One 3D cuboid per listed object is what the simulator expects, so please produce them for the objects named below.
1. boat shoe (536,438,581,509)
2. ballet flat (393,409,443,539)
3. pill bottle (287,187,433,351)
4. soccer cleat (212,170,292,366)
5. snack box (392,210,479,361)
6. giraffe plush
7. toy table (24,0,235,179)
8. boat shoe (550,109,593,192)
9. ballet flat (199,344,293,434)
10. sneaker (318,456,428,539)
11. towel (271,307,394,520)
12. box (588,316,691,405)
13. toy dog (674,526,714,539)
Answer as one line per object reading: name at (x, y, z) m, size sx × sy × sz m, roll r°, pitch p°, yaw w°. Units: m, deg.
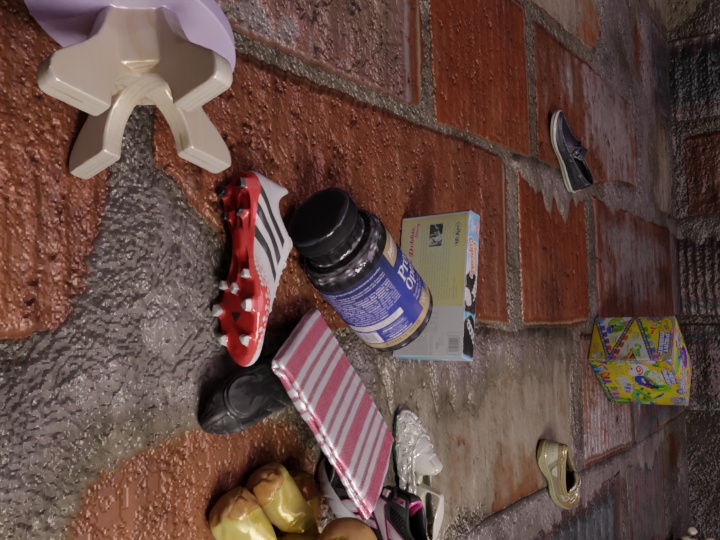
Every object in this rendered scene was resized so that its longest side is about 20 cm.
boat shoe at (0.416, 0.418, 1.437) m, size 0.074 × 0.062 × 0.203 m, roll -56°, pitch 130°, yaw -40°
ballet flat at (0.088, 0.298, 0.992) m, size 0.071 × 0.070 × 0.206 m, roll 1°, pitch 85°, yaw -53°
pill bottle at (0.000, 0.000, 0.857) m, size 0.201 × 0.110 × 0.114 m, roll 51°, pitch 49°, yaw -39°
soccer cleat at (-0.107, -0.003, 0.748) m, size 0.084 × 0.067 × 0.206 m, roll 8°, pitch 76°, yaw -49°
snack box at (0.107, 0.022, 0.999) m, size 0.037 × 0.114 × 0.206 m, roll 19°, pitch 72°, yaw -51°
giraffe plush at (-0.045, 0.308, 0.722) m, size 0.171 × 0.159 × 0.206 m, roll -21°, pitch 103°, yaw -53°
toy table at (-0.183, -0.165, 0.585) m, size 0.197 × 0.182 × 0.120 m, roll 12°, pitch 60°, yaw -44°
boat shoe at (0.472, -0.267, 1.579) m, size 0.075 × 0.061 × 0.203 m, roll -51°, pitch 125°, yaw -41°
ballet flat at (-0.099, 0.124, 0.774) m, size 0.199 × 0.056 × 0.068 m, roll -12°, pitch 74°, yaw -59°
sneaker at (0.032, 0.281, 0.820) m, size 0.087 × 0.200 × 0.080 m, roll -47°, pitch 147°, yaw 8°
towel at (-0.028, 0.154, 0.788) m, size 0.203 × 0.029 × 0.147 m, roll 60°, pitch 18°, yaw -9°
box at (0.678, 0.220, 1.712) m, size 0.201 × 0.189 × 0.124 m, roll 52°, pitch 48°, yaw -38°
toy dog at (1.007, 0.886, 2.182) m, size 0.194 × 0.139 × 0.200 m, roll -44°, pitch 132°, yaw -2°
